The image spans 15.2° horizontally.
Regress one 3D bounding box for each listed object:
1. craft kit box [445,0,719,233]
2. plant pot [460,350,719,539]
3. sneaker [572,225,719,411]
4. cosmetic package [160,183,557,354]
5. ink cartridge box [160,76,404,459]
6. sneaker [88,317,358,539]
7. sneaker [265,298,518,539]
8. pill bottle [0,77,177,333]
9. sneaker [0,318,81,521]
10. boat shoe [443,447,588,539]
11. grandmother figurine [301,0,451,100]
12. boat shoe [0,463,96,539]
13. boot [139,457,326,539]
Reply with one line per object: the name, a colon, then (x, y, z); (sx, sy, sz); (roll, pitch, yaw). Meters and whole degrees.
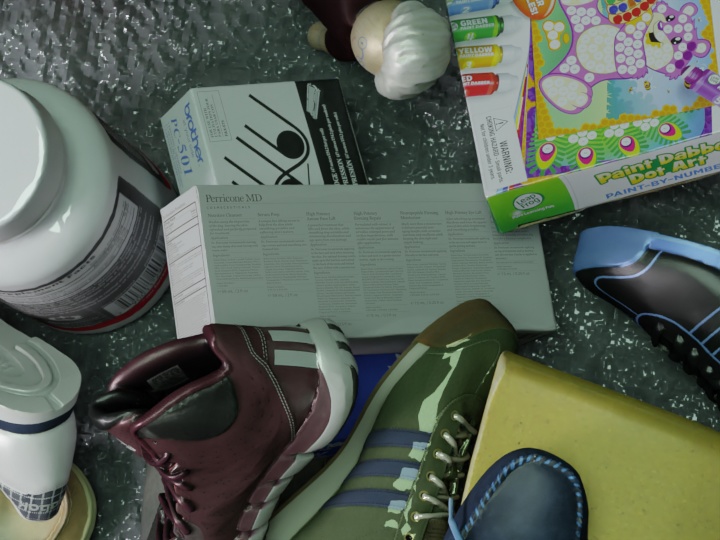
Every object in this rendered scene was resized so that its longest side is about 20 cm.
craft kit box: (0.146, -0.134, 1.409); (0.197, 0.049, 0.201); (-14, 58, 6)
plant pot: (0.144, 0.167, 1.312); (0.199, 0.194, 0.196); (14, 82, 8)
sneaker: (0.195, 0.041, 1.381); (0.199, 0.070, 0.078); (21, 77, 14)
cosmetic package: (0.000, 0.000, 1.383); (0.199, 0.051, 0.083); (-1, 77, -29)
ink cartridge box: (-0.034, -0.001, 1.425); (0.094, 0.044, 0.201); (-7, 73, -31)
sneaker: (-0.094, 0.095, 1.315); (0.200, 0.115, 0.076); (-59, 40, 25)
sneaker: (0.027, 0.117, 1.350); (0.200, 0.067, 0.090); (-49, 54, 4)
pill bottle: (-0.169, -0.037, 1.405); (0.110, 0.200, 0.111); (-3, 78, 12)
sneaker: (-0.221, 0.060, 1.448); (0.076, 0.081, 0.200); (-19, 37, -29)
boat shoe: (0.058, 0.176, 1.188); (0.084, 0.069, 0.201); (15, 83, 3)
grandmother figurine: (-0.020, -0.159, 1.442); (0.060, 0.121, 0.200); (-33, 55, -14)
boat shoe: (-0.229, 0.173, 1.448); (0.200, 0.063, 0.073); (-35, 75, 3)
boot: (-0.112, 0.184, 1.418); (0.181, 0.073, 0.201); (3, 86, -2)
